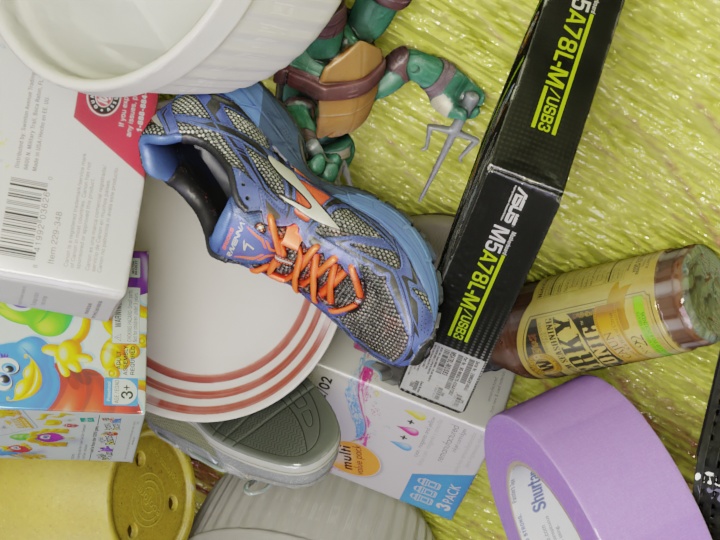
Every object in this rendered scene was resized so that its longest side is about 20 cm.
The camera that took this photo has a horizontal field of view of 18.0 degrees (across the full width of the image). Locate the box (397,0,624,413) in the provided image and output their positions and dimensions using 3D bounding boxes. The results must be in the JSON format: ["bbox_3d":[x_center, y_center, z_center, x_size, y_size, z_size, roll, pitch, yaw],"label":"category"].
[{"bbox_3d":[0.084,-0.055,1.208,0.047,0.193,0.200,22,141,2],"label":"box"}]

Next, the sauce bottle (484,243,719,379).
[{"bbox_3d":[0.129,0.033,1.395,0.200,0.065,0.065,-16,129,37],"label":"sauce bottle"}]

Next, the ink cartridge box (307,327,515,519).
[{"bbox_3d":[-0.009,0.078,1.506,0.199,0.068,0.115,21,141,0],"label":"ink cartridge box"}]

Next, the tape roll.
[{"bbox_3d":[0.150,0.167,1.393,0.065,0.200,0.200,-24,139,-13],"label":"tape roll"}]

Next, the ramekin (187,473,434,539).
[{"bbox_3d":[-0.037,0.221,1.648,0.200,0.105,0.200,13,141,11],"label":"ramekin"}]

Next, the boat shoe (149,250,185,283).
[{"bbox_3d":[-0.166,0.019,1.509,0.071,0.065,0.200,33,140,-15],"label":"boat shoe"}]

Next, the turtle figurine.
[{"bbox_3d":[-0.004,-0.102,1.251,0.101,0.150,0.200,29,137,23],"label":"turtle figurine"}]

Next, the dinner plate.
[{"bbox_3d":[-0.100,-0.007,1.404,0.199,0.024,0.201,2,98,16],"label":"dinner plate"}]

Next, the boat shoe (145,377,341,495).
[{"bbox_3d":[-0.081,0.098,1.453,0.202,0.074,0.065,16,139,45],"label":"boat shoe"}]

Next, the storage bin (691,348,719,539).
[{"bbox_3d":[0.259,0.144,1.409,0.093,0.135,0.200,9,140,14],"label":"storage bin"}]

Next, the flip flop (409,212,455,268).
[{"bbox_3d":[0.000,0.000,1.401,0.199,0.058,0.081,11,109,19],"label":"flip flop"}]

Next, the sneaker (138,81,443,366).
[{"bbox_3d":[-0.040,-0.018,1.167,0.200,0.078,0.075,42,132,19],"label":"sneaker"}]

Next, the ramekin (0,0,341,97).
[{"bbox_3d":[-0.090,-0.181,1.139,0.200,0.201,0.105,-14,166,36],"label":"ramekin"}]

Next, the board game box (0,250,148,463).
[{"bbox_3d":[-0.228,0.047,1.329,0.199,0.103,0.105,3,159,-10],"label":"board game box"}]

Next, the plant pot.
[{"bbox_3d":[-0.199,0.154,1.568,0.142,0.200,0.200,-3,136,32],"label":"plant pot"}]

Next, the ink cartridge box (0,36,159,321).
[{"bbox_3d":[-0.219,-0.064,1.257,0.199,0.148,0.086,11,167,-8],"label":"ink cartridge box"}]
